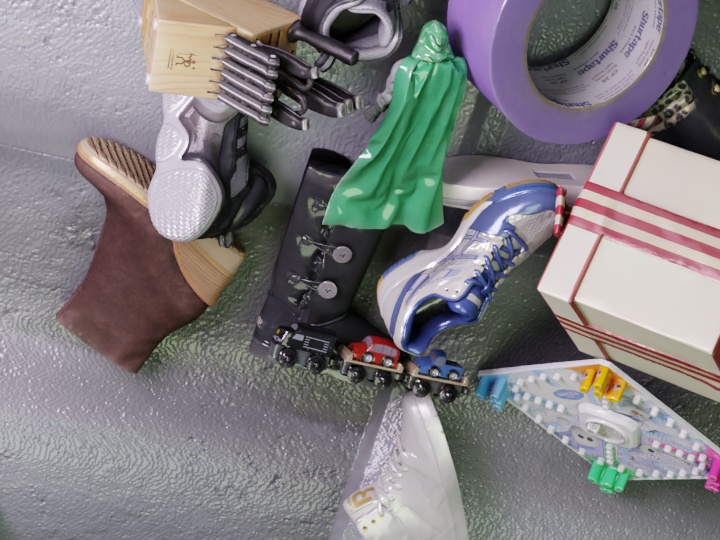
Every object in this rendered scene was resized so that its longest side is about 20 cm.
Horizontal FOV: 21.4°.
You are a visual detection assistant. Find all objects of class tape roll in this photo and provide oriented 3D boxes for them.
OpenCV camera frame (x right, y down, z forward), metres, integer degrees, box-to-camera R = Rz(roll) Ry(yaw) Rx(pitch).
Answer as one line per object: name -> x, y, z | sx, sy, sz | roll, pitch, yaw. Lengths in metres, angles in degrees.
tape roll -> 0.178, -0.213, 1.595 | 0.198, 0.085, 0.202 | -13, 126, -19

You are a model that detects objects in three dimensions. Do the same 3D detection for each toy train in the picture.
toy train -> 0.012, 0.081, 1.735 | 0.198, 0.034, 0.046 | 14, 97, -21

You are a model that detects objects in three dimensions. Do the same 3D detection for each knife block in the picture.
knife block -> -0.088, -0.185, 1.553 | 0.174, 0.201, 0.065 | 6, 119, -14

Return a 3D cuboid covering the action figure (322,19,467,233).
action figure -> 0.042, -0.124, 1.611 | 0.117, 0.055, 0.201 | -4, 133, -27

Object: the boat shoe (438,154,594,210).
boat shoe -> 0.148, -0.060, 1.725 | 0.198, 0.072, 0.069 | 0, 118, -18

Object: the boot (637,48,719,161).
boot -> 0.345, -0.143, 1.692 | 0.203, 0.074, 0.154 | -37, 115, 15

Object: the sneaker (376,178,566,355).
sneaker -> 0.105, 0.003, 1.673 | 0.200, 0.089, 0.075 | -38, 128, 21

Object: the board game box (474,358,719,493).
board game box -> 0.231, 0.152, 1.795 | 0.199, 0.199, 0.026 | 37, 66, -23

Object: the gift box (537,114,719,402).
gift box -> 0.268, -0.014, 1.630 | 0.185, 0.201, 0.185 | 20, 163, 25

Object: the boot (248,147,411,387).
boot -> -0.001, 0.000, 1.747 | 0.163, 0.066, 0.202 | 11, 110, -20

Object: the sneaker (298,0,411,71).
sneaker -> 0.030, -0.242, 1.569 | 0.075, 0.114, 0.200 | 39, 109, -22

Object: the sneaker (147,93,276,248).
sneaker -> -0.120, -0.118, 1.656 | 0.075, 0.114, 0.202 | 12, 87, 28

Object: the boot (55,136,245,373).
boot -> -0.219, -0.009, 1.706 | 0.166, 0.073, 0.200 | -43, 119, 15

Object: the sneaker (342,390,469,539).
sneaker -> 0.036, 0.208, 1.857 | 0.114, 0.074, 0.202 | -13, 121, -2
